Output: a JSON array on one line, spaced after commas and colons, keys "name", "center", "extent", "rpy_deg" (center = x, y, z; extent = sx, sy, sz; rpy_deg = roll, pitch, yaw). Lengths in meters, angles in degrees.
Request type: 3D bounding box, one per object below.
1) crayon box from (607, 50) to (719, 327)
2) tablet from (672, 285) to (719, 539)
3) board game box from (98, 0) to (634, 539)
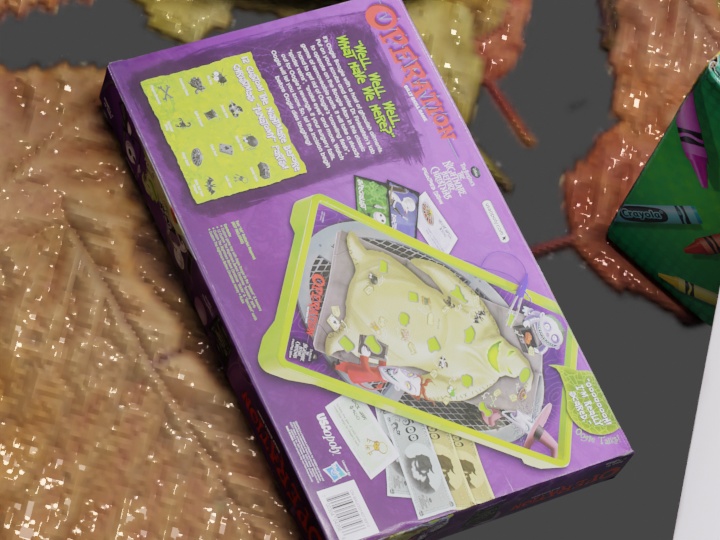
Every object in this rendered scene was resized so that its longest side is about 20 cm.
[{"name": "crayon box", "center": [0.186, -0.080, 1.042], "extent": [0.058, 0.119, 0.200], "rpy_deg": [43, 60, 11]}, {"name": "tablet", "center": [0.179, 0.021, 0.924], "extent": [0.130, 0.014, 0.200], "rpy_deg": [12, 79, 2]}, {"name": "board game box", "center": [0.000, 0.000, 1.004], "extent": [0.120, 0.032, 0.200], "rpy_deg": [-18, 68, -19]}]
